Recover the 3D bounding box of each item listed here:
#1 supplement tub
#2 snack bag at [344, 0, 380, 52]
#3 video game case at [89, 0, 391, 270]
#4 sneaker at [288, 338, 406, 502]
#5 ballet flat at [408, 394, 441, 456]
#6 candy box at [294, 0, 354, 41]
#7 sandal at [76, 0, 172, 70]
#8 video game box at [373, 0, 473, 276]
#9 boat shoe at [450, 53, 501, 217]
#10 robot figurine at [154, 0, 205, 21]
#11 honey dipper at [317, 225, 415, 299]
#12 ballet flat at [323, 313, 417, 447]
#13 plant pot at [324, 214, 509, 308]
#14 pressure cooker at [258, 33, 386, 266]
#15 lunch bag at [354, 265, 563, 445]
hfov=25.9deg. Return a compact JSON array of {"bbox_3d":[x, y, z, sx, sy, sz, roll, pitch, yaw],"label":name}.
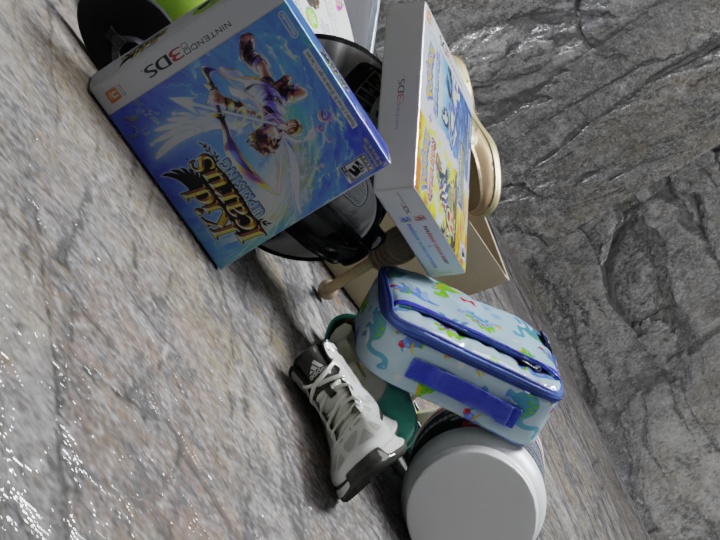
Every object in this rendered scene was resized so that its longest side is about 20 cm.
[{"bbox_3d":[0.112,0.211,1.536,0.141,0.140,0.200,58,9,-4],"label":"supplement tub"},{"bbox_3d":[-0.051,-0.264,1.781,0.021,0.199,0.190,25,66,-41],"label":"snack bag"},{"bbox_3d":[-0.101,-0.128,1.336,0.201,0.180,0.046,55,11,-22],"label":"video game case"},{"bbox_3d":[-0.024,0.126,1.353,0.116,0.076,0.201,50,2,-4],"label":"sneaker"},{"bbox_3d":[0.061,0.149,1.679,0.201,0.074,0.074,58,10,-6],"label":"ballet flat"},{"bbox_3d":[-0.094,-0.288,1.645,0.199,0.071,0.169,3,68,-59],"label":"candy box"},{"bbox_3d":[-0.174,-0.161,1.366,0.201,0.076,0.043,57,8,-18],"label":"sandal"},{"bbox_3d":[0.063,-0.123,1.496,0.182,0.046,0.202,50,40,-58],"label":"video game box"},{"bbox_3d":[0.102,-0.152,1.780,0.064,0.071,0.202,-2,66,-38],"label":"boat shoe"},{"bbox_3d":[-0.178,-0.247,1.490,0.175,0.115,0.201,43,19,-45],"label":"robot figurine"},{"bbox_3d":[0.000,0.000,1.621,0.038,0.038,0.200,59,-30,1],"label":"honey dipper"},{"bbox_3d":[0.000,0.105,1.520,0.070,0.067,0.200,46,10,-29],"label":"ballet flat"},{"bbox_3d":[0.040,-0.064,1.876,0.200,0.176,0.200,52,14,-33],"label":"plant pot"},{"bbox_3d":[-0.048,-0.106,1.511,0.201,0.174,0.180,-78,177,-46],"label":"pressure cooker"},{"bbox_3d":[0.094,0.080,1.499,0.199,0.083,0.161,25,19,-9],"label":"lunch bag"}]
